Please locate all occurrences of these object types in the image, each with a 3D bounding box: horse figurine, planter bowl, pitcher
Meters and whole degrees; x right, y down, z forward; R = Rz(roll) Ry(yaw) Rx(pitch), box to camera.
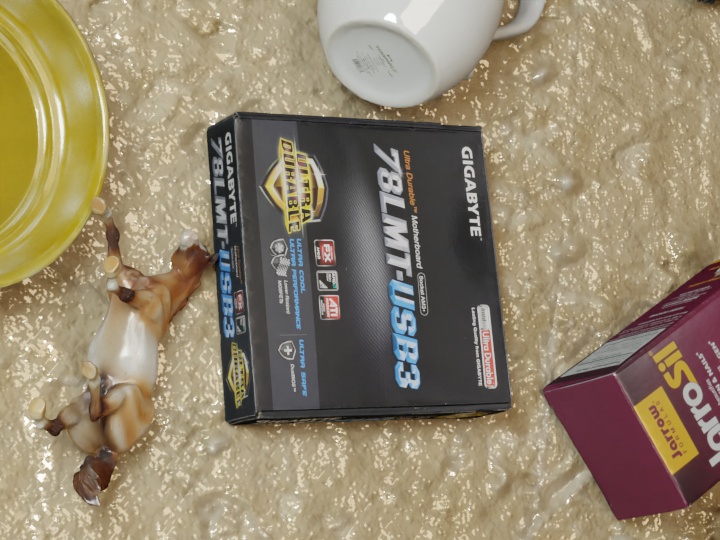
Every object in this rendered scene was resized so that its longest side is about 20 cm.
[{"bbox_3d":[-0.146,0.051,1.294,0.050,0.133,0.201,6,70,15],"label":"horse figurine"},{"bbox_3d":[-0.253,-0.084,1.256,0.200,0.083,0.201,6,80,-38],"label":"planter bowl"},{"bbox_3d":[0.060,-0.191,1.467,0.172,0.121,0.200,49,47,-30],"label":"pitcher"}]

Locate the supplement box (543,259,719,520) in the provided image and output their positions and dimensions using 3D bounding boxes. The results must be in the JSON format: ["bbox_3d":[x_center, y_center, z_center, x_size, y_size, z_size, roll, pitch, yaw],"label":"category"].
[{"bbox_3d":[0.243,0.077,1.523,0.200,0.086,0.111,-34,97,-32],"label":"supplement box"}]

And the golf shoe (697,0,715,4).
[{"bbox_3d":[0.219,-0.258,1.605,0.199,0.078,0.095,6,58,-32],"label":"golf shoe"}]

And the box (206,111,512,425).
[{"bbox_3d":[0.000,0.000,1.418,0.198,0.050,0.201,1,79,-30],"label":"box"}]
